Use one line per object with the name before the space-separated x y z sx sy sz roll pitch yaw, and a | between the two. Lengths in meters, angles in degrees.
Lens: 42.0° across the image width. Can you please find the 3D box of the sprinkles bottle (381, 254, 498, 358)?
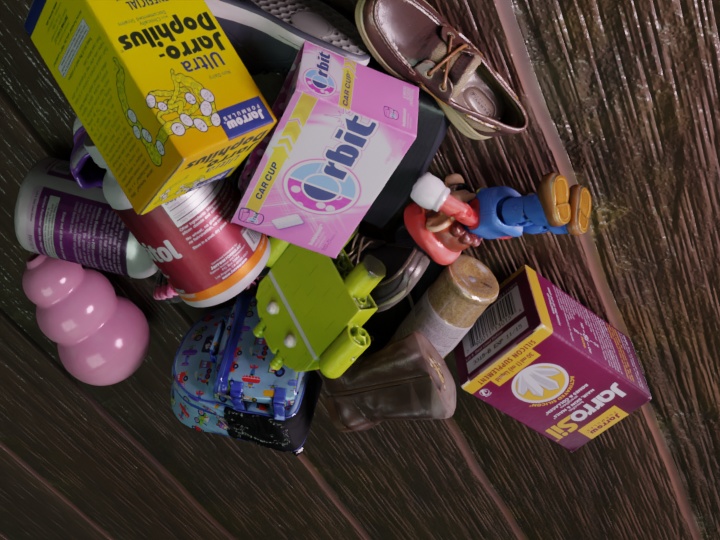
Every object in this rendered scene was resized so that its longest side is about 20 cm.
sprinkles bottle | 0.079 0.071 1.075 0.068 0.069 0.201 24 129 -13

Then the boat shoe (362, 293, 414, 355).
boat shoe | 0.013 0.078 1.162 0.074 0.063 0.202 46 147 13

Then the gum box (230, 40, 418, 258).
gum box | -0.039 -0.102 0.876 0.112 0.067 0.200 18 140 -15

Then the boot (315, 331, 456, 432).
boot | 0.012 0.088 1.050 0.199 0.064 0.188 -23 94 53

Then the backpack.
backpack | -0.149 0.119 1.193 0.197 0.184 0.135 9 144 13

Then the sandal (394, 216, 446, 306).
sandal | 0.093 0.011 1.112 0.075 0.043 0.202 -7 126 12

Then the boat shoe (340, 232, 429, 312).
boat shoe | 0.000 0.000 1.061 0.073 0.075 0.199 42 152 -20

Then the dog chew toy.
dog chew toy | -0.365 0.055 1.231 0.123 0.125 0.201 -14 124 29

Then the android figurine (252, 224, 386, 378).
android figurine | -0.055 0.032 1.046 0.041 0.183 0.200 -3 146 -48

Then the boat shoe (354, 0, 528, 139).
boat shoe | 0.080 -0.185 0.842 0.200 0.073 0.072 40 170 -33

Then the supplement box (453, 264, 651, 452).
supplement box | 0.220 0.107 1.099 0.199 0.104 0.131 31 122 -28

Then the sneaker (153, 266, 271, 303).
sneaker | -0.174 0.003 1.156 0.198 0.080 0.095 -22 140 36

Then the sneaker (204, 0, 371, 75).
sneaker | -0.095 -0.190 0.889 0.200 0.077 0.147 22 129 6

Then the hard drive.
hard drive | 0.011 -0.129 0.967 0.133 0.043 0.201 21 139 -8

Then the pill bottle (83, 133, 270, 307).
pill bottle | -0.184 -0.070 0.941 0.112 0.114 0.201 -14 125 28

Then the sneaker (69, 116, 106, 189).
sneaker | -0.227 -0.117 1.013 0.197 0.089 0.081 4 138 9

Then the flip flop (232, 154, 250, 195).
flip flop | -0.100 -0.094 0.992 0.082 0.057 0.200 57 145 3

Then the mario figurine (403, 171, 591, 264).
mario figurine | 0.130 -0.075 0.964 0.198 0.107 0.124 -5 131 38

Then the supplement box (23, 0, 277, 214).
supplement box | -0.183 -0.172 0.813 0.201 0.108 0.109 58 140 2

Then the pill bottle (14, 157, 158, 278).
pill bottle | -0.281 -0.054 1.076 0.197 0.113 0.113 14 140 4
